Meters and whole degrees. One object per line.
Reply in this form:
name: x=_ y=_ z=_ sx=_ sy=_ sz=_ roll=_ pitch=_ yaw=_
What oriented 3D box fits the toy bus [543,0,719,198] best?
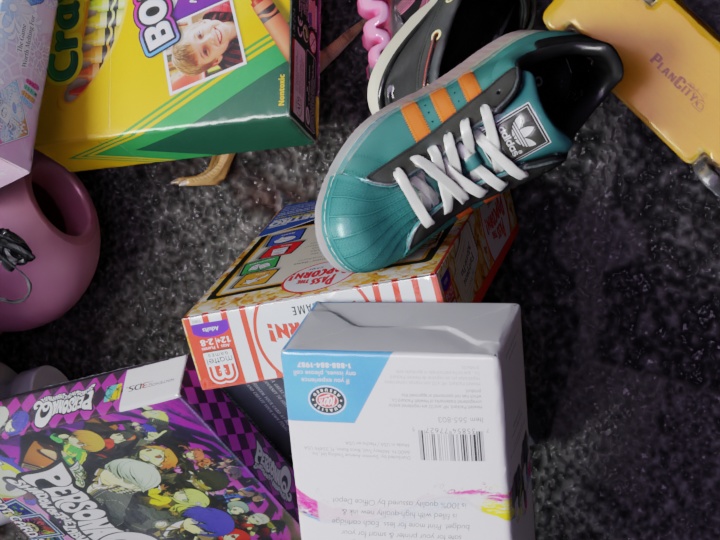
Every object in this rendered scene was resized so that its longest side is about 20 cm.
toy bus: x=0.199 y=-0.100 z=1.112 sx=0.200 sy=0.078 sz=0.065 roll=45 pitch=106 yaw=10

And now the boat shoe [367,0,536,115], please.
boat shoe: x=0.079 y=-0.163 z=1.123 sx=0.063 sy=0.074 sz=0.202 roll=13 pitch=69 yaw=47

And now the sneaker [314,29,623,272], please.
sneaker: x=0.060 y=-0.070 z=1.030 sx=0.080 sy=0.200 sz=0.072 roll=1 pitch=128 yaw=57

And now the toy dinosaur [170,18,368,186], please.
toy dinosaur: x=-0.092 y=-0.107 z=1.217 sx=0.198 sy=0.060 sz=0.107 roll=0 pitch=92 yaw=18

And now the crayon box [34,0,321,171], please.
crayon box: x=-0.113 y=-0.172 z=1.190 sx=0.171 sy=0.058 sz=0.202 roll=-5 pitch=74 yaw=18

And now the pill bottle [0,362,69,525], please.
pill bottle: x=-0.282 y=0.125 z=1.268 sx=0.198 sy=0.111 sz=0.112 roll=-19 pitch=88 yaw=19

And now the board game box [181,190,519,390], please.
board game box: x=0.000 y=0.000 z=1.119 sx=0.150 sy=0.200 sz=0.047 roll=-10 pitch=107 yaw=19

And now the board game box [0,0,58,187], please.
board game box: x=-0.261 y=-0.128 z=1.194 sx=0.199 sy=0.043 sz=0.201 roll=-20 pitch=57 yaw=43

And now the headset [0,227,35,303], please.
headset: x=-0.280 y=0.039 z=1.142 sx=0.199 sy=0.094 sz=0.124 roll=-35 pitch=52 yaw=8

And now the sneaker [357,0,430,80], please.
sneaker: x=0.045 y=-0.157 z=1.170 sx=0.094 sy=0.079 sz=0.202 roll=-8 pitch=96 yaw=-3

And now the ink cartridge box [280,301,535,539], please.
ink cartridge box: x=0.030 y=0.121 z=1.013 sx=0.114 sy=0.068 sz=0.202 roll=1 pitch=112 yaw=15

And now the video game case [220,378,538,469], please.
video game case: x=-0.007 y=0.082 z=1.154 sx=0.198 sy=0.143 sz=0.019 roll=-11 pitch=56 yaw=17

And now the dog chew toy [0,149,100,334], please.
dog chew toy: x=-0.265 y=0.001 z=1.254 sx=0.199 sy=0.124 sz=0.125 roll=-31 pitch=84 yaw=26

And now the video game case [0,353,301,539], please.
video game case: x=-0.130 y=0.138 z=1.178 sx=0.180 sy=0.200 sz=0.036 roll=-14 pitch=45 yaw=25
